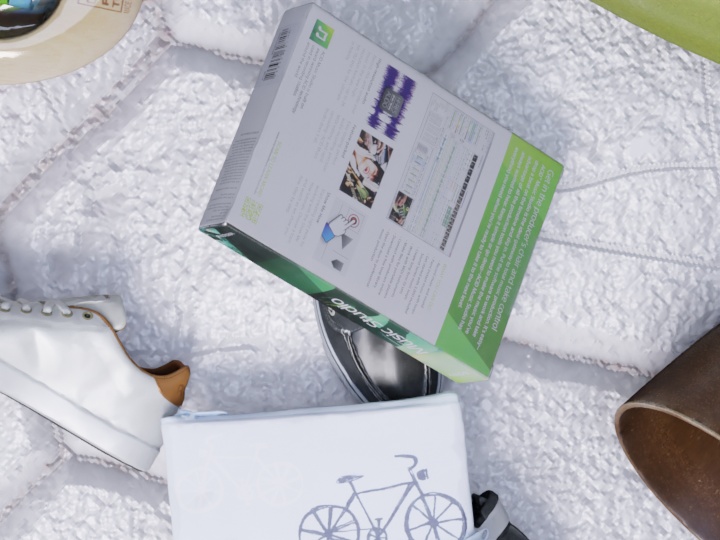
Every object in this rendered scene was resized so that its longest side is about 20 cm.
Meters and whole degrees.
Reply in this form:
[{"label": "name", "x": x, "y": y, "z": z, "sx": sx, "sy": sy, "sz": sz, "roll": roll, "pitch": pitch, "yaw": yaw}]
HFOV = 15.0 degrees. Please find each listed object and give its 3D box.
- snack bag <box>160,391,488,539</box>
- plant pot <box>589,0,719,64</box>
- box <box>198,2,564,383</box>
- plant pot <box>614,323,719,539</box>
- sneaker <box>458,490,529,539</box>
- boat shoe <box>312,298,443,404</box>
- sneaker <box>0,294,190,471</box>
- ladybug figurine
[{"label": "snack bag", "x": -0.016, "y": 0.172, "z": 1.589, "sx": 0.188, "sy": 0.021, "sz": 0.201, "roll": -4, "pitch": 86, "yaw": -6}, {"label": "plant pot", "x": 0.166, "y": -0.222, "z": 1.572, "sx": 0.199, "sy": 0.187, "sz": 0.188, "roll": 15, "pitch": 93, "yaw": 7}, {"label": "box", "x": 0.015, "y": -0.042, "z": 1.573, "sx": 0.200, "sy": 0.036, "sz": 0.145, "roll": 31, "pitch": 69, "yaw": -26}, {"label": "plant pot", "x": 0.283, "y": 0.071, "z": 1.610, "sx": 0.187, "sy": 0.187, "sz": 0.200, "roll": 44, "pitch": 74, "yaw": -8}, {"label": "sneaker", "x": 0.042, "y": 0.233, "z": 1.635, "sx": 0.090, "sy": 0.066, "sz": 0.200, "roll": 42, "pitch": 87, "yaw": -6}, {"label": "boat shoe", "x": 0.000, "y": 0.000, "z": 1.615, "sx": 0.068, "sy": 0.057, "sz": 0.201, "roll": -20, "pitch": 96, "yaw": -5}, {"label": "sneaker", "x": -0.190, "y": 0.035, "z": 1.593, "sx": 0.200, "sy": 0.073, "sz": 0.085, "roll": 31, "pitch": 88, "yaw": -20}, {"label": "ladybug figurine", "x": -0.218, "y": -0.175, "z": 1.566, "sx": 0.199, "sy": 0.072, "sz": 0.136, "roll": 11, "pitch": 94, "yaw": -7}]
